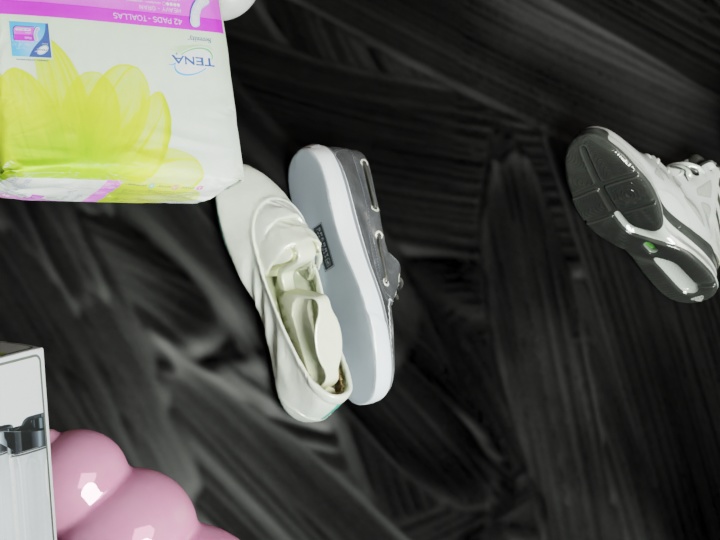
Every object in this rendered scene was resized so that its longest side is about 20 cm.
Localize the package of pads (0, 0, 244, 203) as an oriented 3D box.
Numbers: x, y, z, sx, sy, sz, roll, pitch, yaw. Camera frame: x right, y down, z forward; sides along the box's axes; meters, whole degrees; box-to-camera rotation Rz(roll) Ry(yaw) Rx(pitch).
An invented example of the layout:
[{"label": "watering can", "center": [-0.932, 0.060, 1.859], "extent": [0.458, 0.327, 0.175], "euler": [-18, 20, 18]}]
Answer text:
[{"label": "package of pads", "center": [-0.180, -0.124, 1.322], "extent": [0.200, 0.068, 0.155], "euler": [-1, 79, -37]}]

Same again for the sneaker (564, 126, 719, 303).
[{"label": "sneaker", "center": [0.252, -0.075, 1.652], "extent": [0.201, 0.076, 0.115], "euler": [47, 46, -28]}]

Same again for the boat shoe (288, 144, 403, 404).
[{"label": "boat shoe", "center": [0.000, 0.000, 1.435], "extent": [0.066, 0.070, 0.200], "euler": [-8, 76, -37]}]

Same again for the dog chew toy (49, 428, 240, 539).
[{"label": "dog chew toy", "center": [-0.148, 0.186, 1.239], "extent": [0.200, 0.125, 0.125], "euler": [51, 53, -6]}]

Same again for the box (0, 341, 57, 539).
[{"label": "box", "center": [-0.247, 0.150, 1.157], "extent": [0.117, 0.060, 0.200], "euler": [-12, 102, -52]}]

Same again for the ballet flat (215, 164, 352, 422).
[{"label": "ballet flat", "center": [-0.048, 0.011, 1.391], "extent": [0.069, 0.069, 0.200], "euler": [-15, 88, -39]}]

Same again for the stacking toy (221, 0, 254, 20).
[{"label": "stacking toy", "center": [-0.068, -0.278, 1.431], "extent": [0.146, 0.146, 0.200], "euler": [26, 81, -30]}]
